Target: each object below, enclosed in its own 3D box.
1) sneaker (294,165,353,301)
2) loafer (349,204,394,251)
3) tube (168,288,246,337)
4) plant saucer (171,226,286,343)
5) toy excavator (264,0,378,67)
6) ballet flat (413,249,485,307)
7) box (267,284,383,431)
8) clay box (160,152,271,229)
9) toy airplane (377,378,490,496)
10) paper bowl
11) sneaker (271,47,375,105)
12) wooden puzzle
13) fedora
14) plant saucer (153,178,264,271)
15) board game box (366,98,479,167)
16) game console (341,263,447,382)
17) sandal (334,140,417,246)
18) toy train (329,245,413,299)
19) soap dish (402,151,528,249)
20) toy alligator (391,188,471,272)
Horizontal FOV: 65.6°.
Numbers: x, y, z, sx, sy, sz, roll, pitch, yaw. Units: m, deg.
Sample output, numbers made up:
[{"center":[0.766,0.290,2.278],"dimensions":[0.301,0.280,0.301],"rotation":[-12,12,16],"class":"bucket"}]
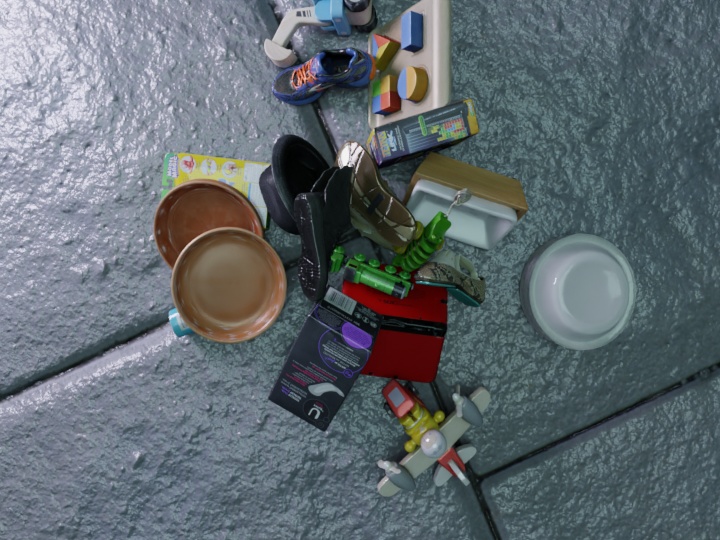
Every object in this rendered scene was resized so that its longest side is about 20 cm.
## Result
[{"center":[-0.051,-0.061,0.897],"dimensions":[0.103,0.059,0.207],"rotation":[-16,106,-44],"class":"sneaker"},{"center":[0.012,-0.099,0.997],"dimensions":[0.199,0.068,0.076],"rotation":[43,58,-8],"class":"loafer"},{"center":[-0.247,0.064,1.016],"dimensions":[0.194,0.051,0.079],"rotation":[-19,126,-2],"class":"tube"},{"center":[-0.226,0.024,0.970],"dimensions":[0.193,0.038,0.207],"rotation":[-3,105,-10],"class":"plant saucer"},{"center":[-0.071,-0.469,1.004],"dimensions":[0.193,0.100,0.202],"rotation":[3,88,12],"class":"toy excavator"},{"center":[0.160,0.007,0.974],"dimensions":[0.067,0.197,0.078],"rotation":[7,80,43],"class":"ballet flat"},{"center":[-0.059,0.150,0.951],"dimensions":[0.120,0.107,0.203],"rotation":[29,120,0],"class":"box"},{"center":[-0.258,-0.144,1.015],"dimensions":[0.193,0.048,0.119],"rotation":[7,92,0],"class":"clay box"},{"center":[0.127,0.300,0.976],"dimensions":[0.192,0.141,0.207],"rotation":[5,90,-2],"class":"toy airplane"},{"center":[0.394,0.038,0.999],"dimensions":[0.193,0.104,0.208],"rotation":[0,91,0],"class":"paper bowl"},{"center":[-0.073,-0.354,0.990],"dimensions":[0.194,0.078,0.078],"rotation":[-14,84,17],"class":"sneaker"},{"center":[0.071,-0.353,0.958],"dimensions":[0.045,0.197,0.192],"rotation":[0,90,-37],"class":"wooden puzzle"},{"center":[-0.111,-0.128,0.975],"dimensions":[0.090,0.199,0.206],"rotation":[-19,91,30],"class":"fedora"},{"center":[-0.265,-0.064,0.989],"dimensions":[0.193,0.033,0.206],"rotation":[1,118,1],"class":"plant saucer"},{"center":[0.097,-0.223,0.944],"dimensions":[0.160,0.200,0.058],"rotation":[-18,97,0],"class":"board game box"},{"center":[0.056,0.094,1.036],"dimensions":[0.193,0.120,0.177],"rotation":[7,59,-1],"class":"game console"},{"center":[0.026,-0.125,0.930],"dimensions":[0.080,0.054,0.201],"rotation":[-43,78,21],"class":"sandal"},{"center":[0.000,0.000,0.984],"dimensions":[0.195,0.057,0.043],"rotation":[22,123,7],"class":"toy train"},{"center":[0.175,-0.120,0.975],"dimensions":[0.194,0.158,0.084],"rotation":[17,71,-1],"class":"soap dish"},{"center":[0.114,-0.052,0.917],"dimensions":[0.058,0.055,0.200],"rotation":[24,133,-24],"class":"toy alligator"}]
